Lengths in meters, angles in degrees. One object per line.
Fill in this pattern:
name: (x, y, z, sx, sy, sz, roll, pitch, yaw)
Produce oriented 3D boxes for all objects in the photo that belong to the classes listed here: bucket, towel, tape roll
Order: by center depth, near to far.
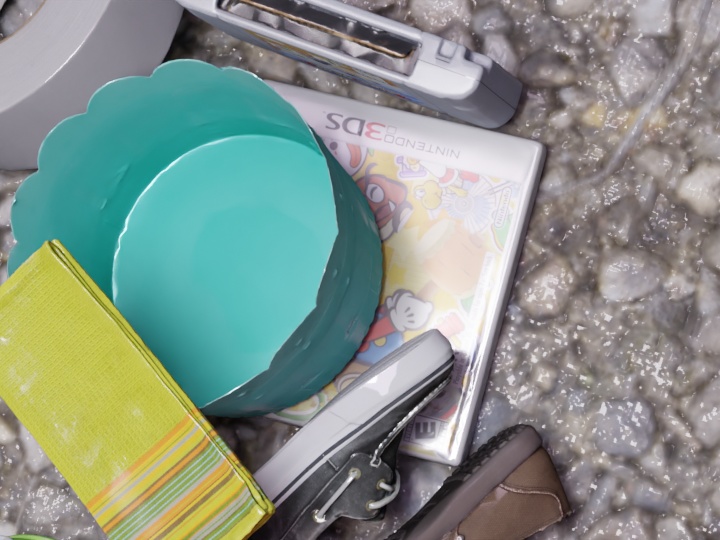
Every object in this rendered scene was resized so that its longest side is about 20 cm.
towel: (-0.138, 0.083, 1.504, 0.086, 0.018, 0.200, -43, 76, 12)
bucket: (-0.090, -0.010, 1.583, 0.207, 0.135, 0.207, -3, 79, 16)
tape roll: (-0.203, -0.162, 1.651, 0.200, 0.066, 0.200, -15, 59, 27)

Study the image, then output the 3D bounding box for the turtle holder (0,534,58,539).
turtle holder: (-0.233, 0.225, 1.602, 0.185, 0.132, 0.141, 0, 87, 24)

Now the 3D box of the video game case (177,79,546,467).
video game case: (0.000, 0.000, 1.644, 0.182, 0.023, 0.200, 14, 85, 14)

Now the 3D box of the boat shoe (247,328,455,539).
boat shoe: (-0.009, 0.117, 1.592, 0.200, 0.072, 0.071, -43, 89, 17)

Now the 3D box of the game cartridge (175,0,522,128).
game cartridge: (-0.008, -0.134, 1.608, 0.200, 0.133, 0.042, 21, 86, 15)

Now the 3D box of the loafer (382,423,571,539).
loafer: (0.045, 0.177, 1.573, 0.200, 0.073, 0.071, -43, 93, -4)
